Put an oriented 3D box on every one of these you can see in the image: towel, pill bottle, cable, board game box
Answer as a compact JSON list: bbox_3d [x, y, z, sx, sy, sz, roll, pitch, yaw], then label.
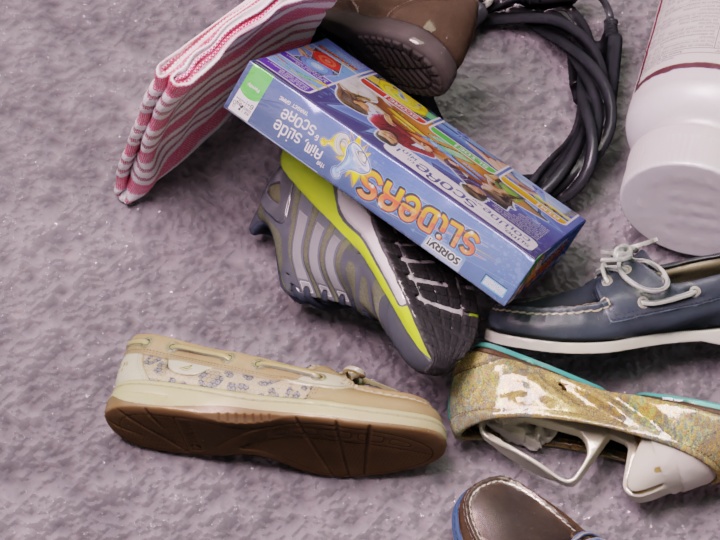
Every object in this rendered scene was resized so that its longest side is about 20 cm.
[{"bbox_3d":[-0.079,-0.114,1.377,0.146,0.200,0.030,-39,84,-23],"label":"towel"},{"bbox_3d":[0.228,-0.114,1.422,0.109,0.110,0.201,13,56,9],"label":"pill bottle"},{"bbox_3d":[0.084,-0.113,1.457,0.162,0.051,0.201,8,56,5],"label":"cable"},{"bbox_3d":[0.030,-0.062,1.337,0.200,0.035,0.135,36,19,9],"label":"board game box"}]

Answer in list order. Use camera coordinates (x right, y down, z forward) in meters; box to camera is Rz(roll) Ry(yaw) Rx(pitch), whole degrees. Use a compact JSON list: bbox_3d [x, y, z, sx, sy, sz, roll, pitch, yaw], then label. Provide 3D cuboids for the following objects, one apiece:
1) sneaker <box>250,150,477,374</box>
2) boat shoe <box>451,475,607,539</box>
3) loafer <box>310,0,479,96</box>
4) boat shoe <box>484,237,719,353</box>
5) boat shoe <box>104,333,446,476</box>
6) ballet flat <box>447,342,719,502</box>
[{"bbox_3d":[0.000,0.000,1.350,0.074,0.081,0.200,16,28,-40],"label":"sneaker"},{"bbox_3d":[0.125,0.178,1.241,0.072,0.072,0.200,-33,62,-21],"label":"boat shoe"},{"bbox_3d":[0.008,-0.160,1.442,0.071,0.073,0.200,-48,40,-16],"label":"loafer"},{"bbox_3d":[0.171,0.014,1.344,0.199,0.062,0.075,-3,13,-4],"label":"boat shoe"},{"bbox_3d":[-0.047,0.073,1.314,0.199,0.073,0.063,7,58,6],"label":"boat shoe"},{"bbox_3d":[0.144,0.098,1.306,0.199,0.071,0.071,15,56,13],"label":"ballet flat"}]
